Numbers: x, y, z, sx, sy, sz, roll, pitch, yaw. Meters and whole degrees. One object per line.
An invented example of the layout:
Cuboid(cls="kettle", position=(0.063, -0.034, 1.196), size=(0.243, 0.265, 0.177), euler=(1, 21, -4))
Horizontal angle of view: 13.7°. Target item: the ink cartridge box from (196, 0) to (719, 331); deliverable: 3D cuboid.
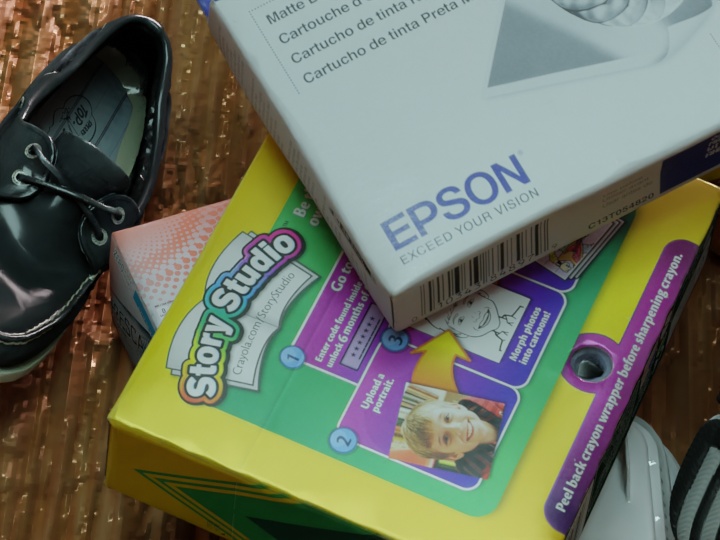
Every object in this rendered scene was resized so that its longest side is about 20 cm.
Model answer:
Cuboid(cls="ink cartridge box", position=(0.050, -0.104, 1.148), size=(0.199, 0.041, 0.200), euler=(-27, 66, -11))

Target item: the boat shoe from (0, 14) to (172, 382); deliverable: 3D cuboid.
Cuboid(cls="boat shoe", position=(-0.120, -0.037, 1.230), size=(0.074, 0.066, 0.199), euler=(40, 39, -9))

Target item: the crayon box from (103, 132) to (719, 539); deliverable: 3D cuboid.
Cuboid(cls="crayon box", position=(0.022, 0.025, 1.144), size=(0.172, 0.058, 0.200), euler=(22, 59, 10))

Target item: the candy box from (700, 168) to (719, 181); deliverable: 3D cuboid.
Cuboid(cls="candy box", position=(0.187, -0.095, 1.268), size=(0.200, 0.026, 0.102), euler=(-16, 47, -13))

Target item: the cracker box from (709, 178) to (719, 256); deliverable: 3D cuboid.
Cuboid(cls="cracker box", position=(0.217, -0.079, 1.309), size=(0.134, 0.058, 0.200), euler=(37, 59, 27))

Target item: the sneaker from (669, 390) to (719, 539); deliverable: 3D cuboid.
Cuboid(cls="sneaker", position=(0.203, 0.037, 1.157), size=(0.076, 0.115, 0.200), euler=(34, 98, 48))

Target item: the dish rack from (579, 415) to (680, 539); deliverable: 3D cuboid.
Cuboid(cls="dish rack", position=(0.046, 0.127, 1.143), size=(0.171, 0.044, 0.200), euler=(1, 52, -3))

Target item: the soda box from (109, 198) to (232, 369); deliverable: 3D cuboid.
Cuboid(cls="soda box", position=(0.000, 0.000, 1.232), size=(0.200, 0.064, 0.068), euler=(-17, 53, -15))
